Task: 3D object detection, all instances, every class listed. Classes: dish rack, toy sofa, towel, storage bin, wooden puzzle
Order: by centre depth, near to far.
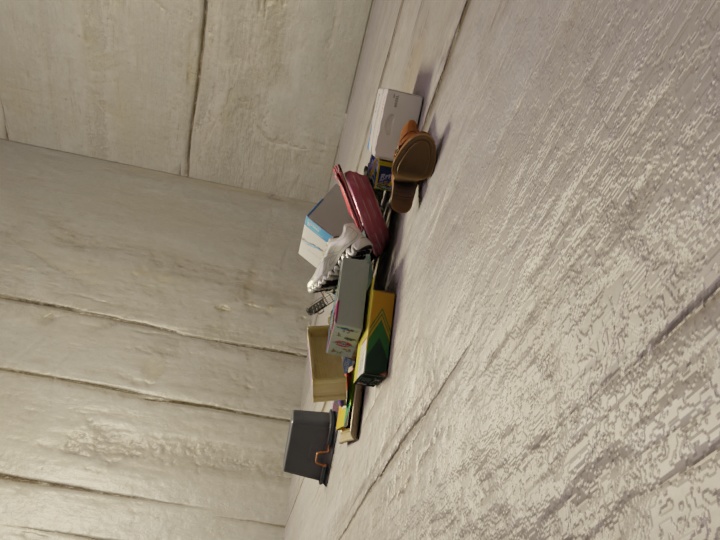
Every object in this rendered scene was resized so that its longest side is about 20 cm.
[{"bbox_3d":[-0.029,-0.170,1.733,0.200,0.022,0.148,-105,-7,-77],"label":"towel"},{"bbox_3d":[-0.082,0.230,1.776,0.202,0.080,0.100,-102,12,-53],"label":"toy sofa"},{"bbox_3d":[-0.025,0.312,1.776,0.200,0.036,0.190,119,159,-71],"label":"wooden puzzle"},{"bbox_3d":[-0.069,0.048,2.013,0.055,0.198,0.153,56,177,-7],"label":"dish rack"},{"bbox_3d":[-0.145,0.499,2.120,0.146,0.130,0.206,-109,29,-77],"label":"storage bin"}]

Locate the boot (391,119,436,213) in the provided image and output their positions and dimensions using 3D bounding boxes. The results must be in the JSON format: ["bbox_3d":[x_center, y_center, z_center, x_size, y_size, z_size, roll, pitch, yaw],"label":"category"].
[{"bbox_3d":[0.102,-0.226,1.399,0.202,0.074,0.158,97,-178,-55],"label":"boot"}]

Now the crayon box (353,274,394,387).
[{"bbox_3d":[0.029,0.125,1.525,0.127,0.049,0.206,118,160,-71],"label":"crayon box"}]

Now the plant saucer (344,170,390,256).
[{"bbox_3d":[0.020,-0.134,1.688,0.201,0.050,0.205,-22,-89,-88],"label":"plant saucer"}]

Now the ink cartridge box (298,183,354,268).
[{"bbox_3d":[-0.070,-0.103,2.108,0.147,0.145,0.201,-49,-11,-30],"label":"ink cartridge box"}]

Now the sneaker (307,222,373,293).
[{"bbox_3d":[-0.056,-0.024,1.655,0.200,0.074,0.082,-44,70,29],"label":"sneaker"}]

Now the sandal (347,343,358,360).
[{"bbox_3d":[-0.003,0.115,1.809,0.070,0.076,0.215,-47,29,36],"label":"sandal"}]

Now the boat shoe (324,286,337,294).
[{"bbox_3d":[-0.055,0.020,1.772,0.201,0.069,0.074,105,157,-65],"label":"boat shoe"}]

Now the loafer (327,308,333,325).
[{"bbox_3d":[-0.043,0.137,1.924,0.069,0.075,0.200,-40,14,7],"label":"loafer"}]

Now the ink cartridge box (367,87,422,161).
[{"bbox_3d":[0.073,-0.327,1.669,0.200,0.082,0.149,-105,26,-75],"label":"ink cartridge box"}]

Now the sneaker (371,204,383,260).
[{"bbox_3d":[0.027,-0.069,1.870,0.083,0.070,0.203,49,134,36],"label":"sneaker"}]

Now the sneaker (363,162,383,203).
[{"bbox_3d":[0.030,-0.198,1.916,0.201,0.074,0.117,102,-174,-63],"label":"sneaker"}]

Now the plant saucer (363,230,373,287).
[{"bbox_3d":[0.000,0.000,1.755,0.201,0.038,0.207,172,90,-84],"label":"plant saucer"}]

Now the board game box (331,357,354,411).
[{"bbox_3d":[-0.047,0.252,2.020,0.200,0.042,0.205,-118,37,-79],"label":"board game box"}]

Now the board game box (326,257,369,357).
[{"bbox_3d":[-0.028,0.084,1.604,0.201,0.062,0.151,104,174,-65],"label":"board game box"}]

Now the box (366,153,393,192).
[{"bbox_3d":[0.059,-0.225,1.703,0.200,0.068,0.066,-106,26,-75],"label":"box"}]
